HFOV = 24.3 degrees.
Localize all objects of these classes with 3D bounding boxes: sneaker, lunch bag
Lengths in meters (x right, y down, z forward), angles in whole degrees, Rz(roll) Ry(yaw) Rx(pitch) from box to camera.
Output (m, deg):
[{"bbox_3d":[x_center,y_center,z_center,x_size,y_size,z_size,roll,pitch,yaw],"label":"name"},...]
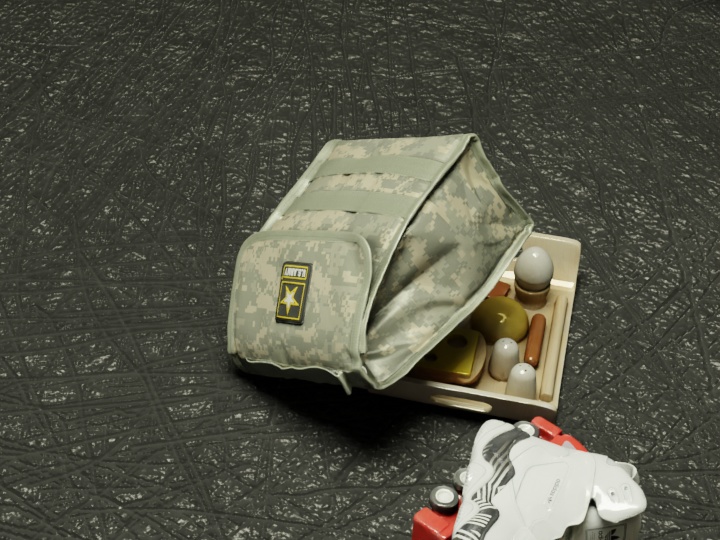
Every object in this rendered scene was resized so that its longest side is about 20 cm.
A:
[{"bbox_3d":[0.115,0.173,1.039,0.114,0.075,0.200,9,35,8],"label":"sneaker"},{"bbox_3d":[0.000,0.000,1.239,0.164,0.118,0.200,3,48,50],"label":"lunch bag"}]

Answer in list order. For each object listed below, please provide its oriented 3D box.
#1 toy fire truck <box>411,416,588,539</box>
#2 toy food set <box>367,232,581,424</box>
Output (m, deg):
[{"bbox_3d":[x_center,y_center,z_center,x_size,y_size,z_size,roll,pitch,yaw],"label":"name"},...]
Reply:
[{"bbox_3d":[0.111,0.189,1.119,0.141,0.049,0.200,31,46,30],"label":"toy fire truck"},{"bbox_3d":[0.092,0.034,1.302,0.143,0.061,0.200,9,39,7],"label":"toy food set"}]
